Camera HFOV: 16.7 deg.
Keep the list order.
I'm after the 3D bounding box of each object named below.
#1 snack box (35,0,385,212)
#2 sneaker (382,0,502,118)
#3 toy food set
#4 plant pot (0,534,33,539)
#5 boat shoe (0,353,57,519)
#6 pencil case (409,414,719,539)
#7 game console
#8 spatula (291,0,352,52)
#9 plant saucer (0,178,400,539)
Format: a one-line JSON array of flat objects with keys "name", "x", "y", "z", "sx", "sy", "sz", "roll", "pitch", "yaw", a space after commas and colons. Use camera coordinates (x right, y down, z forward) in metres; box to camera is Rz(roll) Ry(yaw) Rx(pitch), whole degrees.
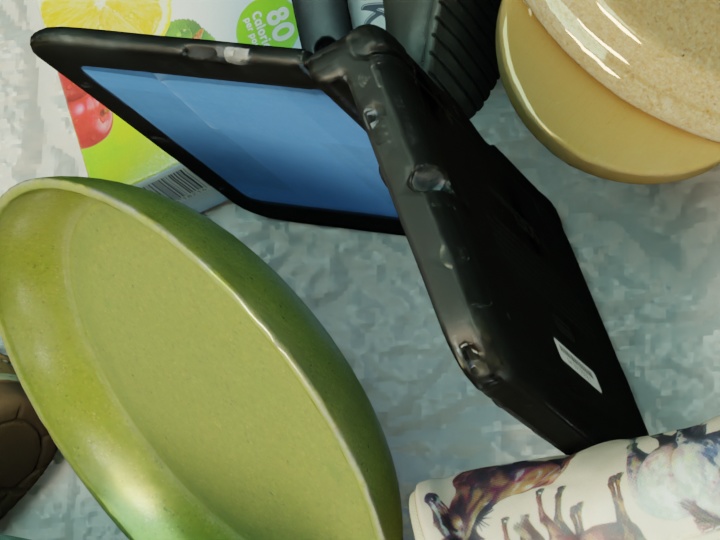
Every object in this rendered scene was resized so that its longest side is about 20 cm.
[{"name": "snack box", "x": -0.026, "y": -0.120, "z": 0.959, "sx": 0.200, "sy": 0.053, "sz": 0.142, "roll": -24, "pitch": 68, "yaw": 12}, {"name": "sneaker", "x": 0.015, "y": -0.140, "z": 0.886, "sx": 0.088, "sy": 0.074, "sz": 0.200, "roll": -3, "pitch": 63, "yaw": 20}, {"name": "toy food set", "x": 0.137, "y": -0.124, "z": 0.859, "sx": 0.198, "sy": 0.049, "sz": 0.200, "roll": -2, "pitch": 68, "yaw": -14}, {"name": "plant pot", "x": -0.145, "y": 0.176, "z": 0.848, "sx": 0.188, "sy": 0.200, "sz": 0.200, "roll": 20, "pitch": 82, "yaw": 38}, {"name": "boat shoe", "x": -0.208, "y": 0.104, "z": 0.961, "sx": 0.200, "sy": 0.072, "sz": 0.076, "roll": -41, "pitch": 50, "yaw": -3}, {"name": "pencil case", "x": 0.114, "y": 0.080, "z": 0.762, "sx": 0.200, "sy": 0.089, "sz": 0.078, "roll": -16, "pitch": 84, "yaw": 5}, {"name": "game console", "x": 0.000, "y": 0.000, "z": 0.831, "sx": 0.116, "sy": 0.200, "sz": 0.176, "roll": -26, "pitch": 67, "yaw": 13}, {"name": "spatula", "x": -0.027, "y": -0.162, "z": 0.931, "sx": 0.056, "sy": 0.021, "sz": 0.200, "roll": -14, "pitch": 69, "yaw": 11}, {"name": "plant saucer", "x": -0.053, "y": 0.047, "z": 0.852, "sx": 0.200, "sy": 0.200, "sz": 0.031, "roll": 37, "pitch": 57, "yaw": 26}]
